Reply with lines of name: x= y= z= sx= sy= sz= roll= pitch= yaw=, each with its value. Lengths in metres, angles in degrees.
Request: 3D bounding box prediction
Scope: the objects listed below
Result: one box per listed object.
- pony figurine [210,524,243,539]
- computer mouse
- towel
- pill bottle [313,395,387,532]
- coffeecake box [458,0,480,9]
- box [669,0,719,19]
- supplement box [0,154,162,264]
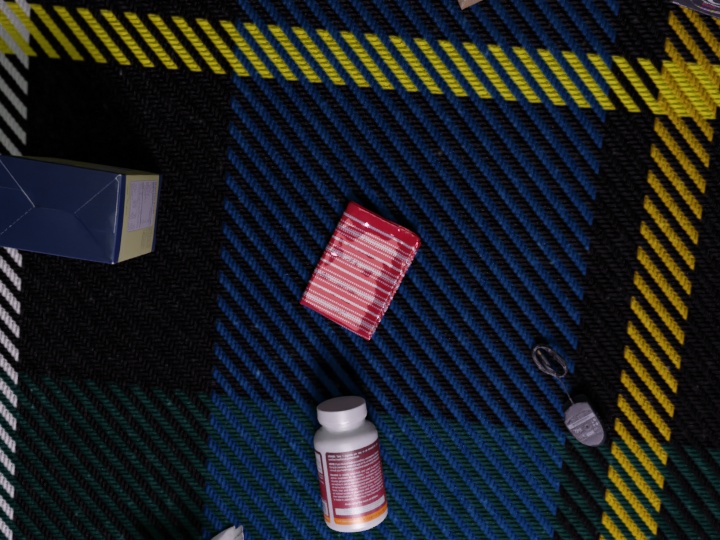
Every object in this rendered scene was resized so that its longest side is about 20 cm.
pony figurine: x=-0.271 y=0.562 z=1.321 sx=0.190 sy=0.167 sz=0.203 roll=-21 pitch=111 yaw=13
computer mouse: x=0.355 y=0.210 z=1.296 sx=0.058 sy=0.034 sz=0.202 roll=-31 pitch=89 yaw=23
towel: x=0.000 y=0.000 z=1.292 sx=0.143 sy=0.022 sz=0.203 roll=28 pitch=98 yaw=0
pill bottle: x=-0.019 y=0.324 z=1.284 sx=0.110 sy=0.113 sz=0.205 roll=-7 pitch=97 yaw=4
coffeecake box: x=0.194 y=-0.545 z=1.192 sx=0.151 sy=0.073 sz=0.203 roll=-22 pitch=94 yaw=6
box: x=0.560 y=-0.451 z=1.118 sx=0.120 sy=0.200 sz=0.108 roll=17 pitch=97 yaw=1
supplement box: x=-0.445 y=-0.102 z=1.214 sx=0.195 sy=0.200 sz=0.137 roll=9 pitch=97 yaw=2
